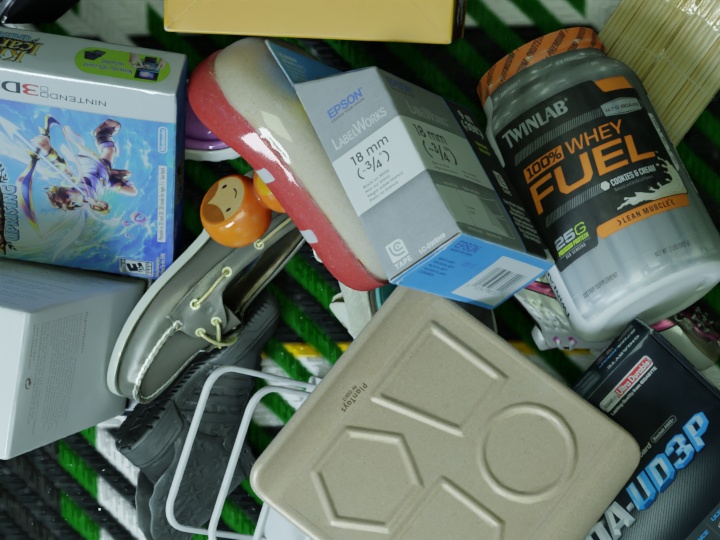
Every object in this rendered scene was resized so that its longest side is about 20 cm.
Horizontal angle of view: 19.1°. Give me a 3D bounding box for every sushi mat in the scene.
[{"bbox_3d":[0.217,-0.153,1.544,0.096,0.012,0.200,36,124,4],"label":"sushi mat"}]

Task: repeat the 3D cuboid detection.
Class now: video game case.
[{"bbox_3d":[-0.217,-0.082,1.524,0.180,0.046,0.200,9,139,2],"label":"video game case"}]

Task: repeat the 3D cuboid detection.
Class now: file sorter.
[{"bbox_3d":[-0.022,0.162,1.536,0.200,0.124,0.139,20,93,42],"label":"file sorter"}]

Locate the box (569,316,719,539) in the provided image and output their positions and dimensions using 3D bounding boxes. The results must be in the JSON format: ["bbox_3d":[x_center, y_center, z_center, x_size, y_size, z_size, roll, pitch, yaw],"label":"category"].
[{"bbox_3d":[0.183,0.158,1.469,0.159,0.046,0.200,43,93,-12],"label":"box"}]

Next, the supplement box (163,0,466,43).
[{"bbox_3d":[-0.024,-0.231,1.504,0.196,0.200,0.133,3,97,4],"label":"supplement box"}]

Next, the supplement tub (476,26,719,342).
[{"bbox_3d":[0.165,-0.062,1.502,0.122,0.123,0.201,-28,73,7],"label":"supplement tub"}]

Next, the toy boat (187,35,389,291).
[{"bbox_3d":[-0.058,-0.063,1.503,0.130,0.131,0.200,-30,108,19],"label":"toy boat"}]

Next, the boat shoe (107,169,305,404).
[{"bbox_3d":[-0.109,0.019,1.576,0.060,0.072,0.202,35,86,23],"label":"boat shoe"}]

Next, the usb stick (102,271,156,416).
[{"bbox_3d":[-0.171,0.015,1.633,0.055,0.033,0.201,2,98,11],"label":"usb stick"}]

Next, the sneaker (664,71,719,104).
[{"bbox_3d":[0.230,-0.218,1.548,0.074,0.079,0.201,-9,98,3],"label":"sneaker"}]

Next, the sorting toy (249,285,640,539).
[{"bbox_3d":[0.056,0.131,1.412,0.200,0.036,0.185,38,77,8],"label":"sorting toy"}]

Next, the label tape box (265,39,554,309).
[{"bbox_3d":[0.035,-0.080,1.442,0.063,0.144,0.200,-36,67,21],"label":"label tape box"}]

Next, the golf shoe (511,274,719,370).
[{"bbox_3d":[0.173,0.027,1.590,0.200,0.073,0.092,31,103,10],"label":"golf shoe"}]

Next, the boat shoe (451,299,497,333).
[{"bbox_3d":[0.050,-0.001,1.570,0.067,0.057,0.201,-20,74,31],"label":"boat shoe"}]

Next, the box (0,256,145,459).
[{"bbox_3d":[-0.268,0.053,1.546,0.152,0.200,0.107,12,99,17],"label":"box"}]

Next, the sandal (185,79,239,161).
[{"bbox_3d":[-0.176,-0.120,1.596,0.202,0.050,0.083,-4,70,3],"label":"sandal"}]

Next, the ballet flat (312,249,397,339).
[{"bbox_3d":[0.000,0.000,1.611,0.062,0.067,0.201,-14,93,34],"label":"ballet flat"}]

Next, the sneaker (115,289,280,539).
[{"bbox_3d":[-0.111,0.117,1.626,0.200,0.060,0.104,-48,119,-12],"label":"sneaker"}]

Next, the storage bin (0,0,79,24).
[{"bbox_3d":[-0.226,-0.255,1.517,0.094,0.200,0.135,43,98,0],"label":"storage bin"}]
